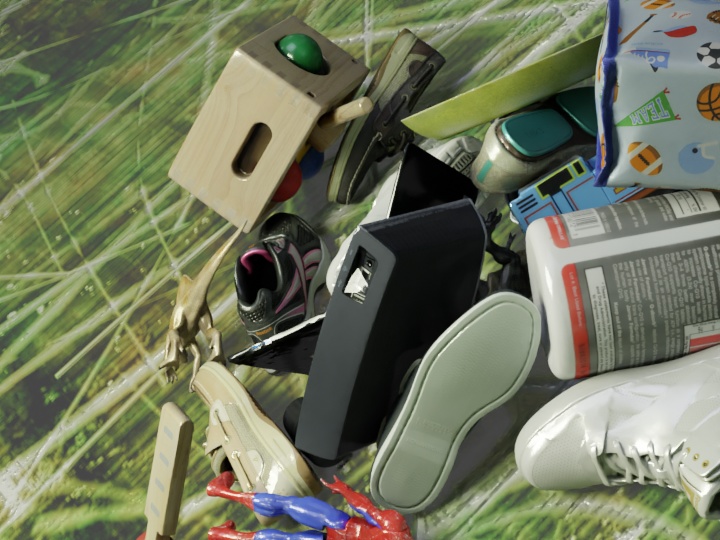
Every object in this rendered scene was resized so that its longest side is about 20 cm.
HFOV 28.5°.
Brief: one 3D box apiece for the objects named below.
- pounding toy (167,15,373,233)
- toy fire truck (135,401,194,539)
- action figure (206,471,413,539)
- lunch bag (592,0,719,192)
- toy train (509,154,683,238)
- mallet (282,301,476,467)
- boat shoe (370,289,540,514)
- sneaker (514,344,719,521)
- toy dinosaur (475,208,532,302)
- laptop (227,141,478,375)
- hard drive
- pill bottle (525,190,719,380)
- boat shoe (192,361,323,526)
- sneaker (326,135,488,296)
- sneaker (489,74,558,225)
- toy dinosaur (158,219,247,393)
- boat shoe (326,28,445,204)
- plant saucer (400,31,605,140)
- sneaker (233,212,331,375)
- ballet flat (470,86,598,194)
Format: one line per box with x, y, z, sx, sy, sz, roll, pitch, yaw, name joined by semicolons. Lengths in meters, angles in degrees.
-0.066;-0.147;1.387;0.201;0.142;0.184;-56;-3;28;pounding toy
-0.089;0.207;0.972;0.175;0.201;0.129;7;51;46;toy fire truck
-0.021;0.193;1.052;0.198;0.066;0.052;8;11;30;action figure
0.250;-0.134;0.999;0.168;0.125;0.201;5;33;7;lunch bag
0.214;-0.052;1.093;0.199;0.115;0.087;-31;-5;7;toy train
0.029;0.091;1.169;0.199;0.041;0.066;-32;30;-2;mallet
0.064;0.087;1.046;0.201;0.075;0.060;-54;14;22;boat shoe
0.198;0.122;0.940;0.199;0.074;0.116;-24;31;15;sneaker
0.106;0.010;1.151;0.047;0.088;0.201;-6;41;51;toy dinosaur
0.000;0.000;1.155;0.199;0.177;0.104;-25;73;18;laptop
0.026;0.049;1.066;0.134;0.201;0.042;-15;42;-42;hard drive
0.223;0.004;0.993;0.198;0.117;0.116;-10;36;2;pill bottle
-0.103;0.143;1.189;0.065;0.072;0.200;-39;38;-8;boat shoe
0.037;-0.041;1.305;0.200;0.078;0.099;-44;20;-19;sneaker
0.144;-0.109;1.283;0.108;0.070;0.200;-40;36;-11;sneaker
-0.155;0.043;1.290;0.200;0.058;0.102;122;146;-47;toy dinosaur
0.028;-0.151;1.443;0.072;0.066;0.202;109;-174;-72;boat shoe
0.130;-0.153;1.195;0.198;0.031;0.200;-23;5;2;plant saucer
-0.078;-0.001;1.332;0.080;0.087;0.201;-25;33;12;sneaker
0.158;-0.106;1.160;0.199;0.068;0.062;-17;-28;-44;ballet flat
